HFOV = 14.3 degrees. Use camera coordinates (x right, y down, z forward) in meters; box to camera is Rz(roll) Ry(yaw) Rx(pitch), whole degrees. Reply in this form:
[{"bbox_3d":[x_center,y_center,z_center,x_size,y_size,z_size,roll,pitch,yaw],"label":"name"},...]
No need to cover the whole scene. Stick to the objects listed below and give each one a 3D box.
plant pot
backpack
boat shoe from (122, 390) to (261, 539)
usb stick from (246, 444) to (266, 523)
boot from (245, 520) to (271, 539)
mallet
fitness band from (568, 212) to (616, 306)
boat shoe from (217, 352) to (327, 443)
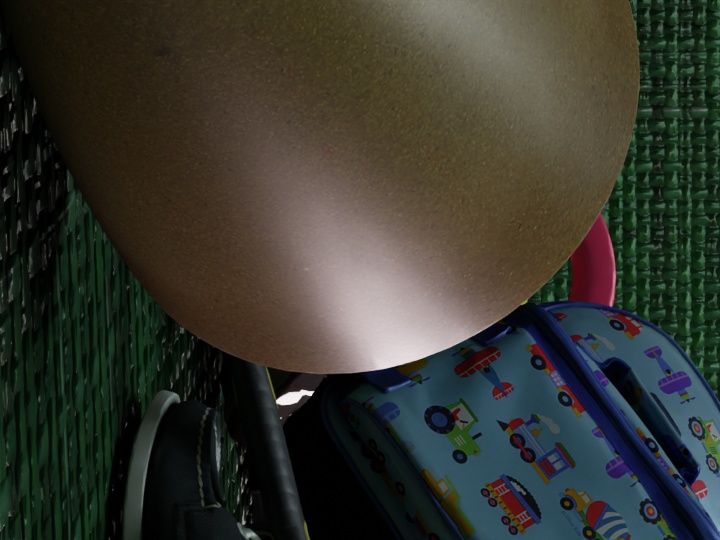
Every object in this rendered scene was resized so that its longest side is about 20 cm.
[{"bbox_3d":[-0.030,-0.089,0.849,0.200,0.186,0.187,49,39,-62],"label":"plant pot"},{"bbox_3d":[0.084,0.096,1.225,0.183,0.200,0.135,59,-34,16],"label":"backpack"},{"bbox_3d":[-0.059,0.128,1.035,0.076,0.060,0.200,84,8,-51],"label":"boat shoe"},{"bbox_3d":[-0.039,0.099,1.422,0.055,0.033,0.200,-73,163,-51],"label":"usb stick"},{"bbox_3d":[-0.037,0.213,1.330,0.090,0.073,0.200,15,75,-66],"label":"boot"},{"bbox_3d":[-0.045,0.021,1.075,0.066,0.041,0.200,84,-8,-83],"label":"mallet"},{"bbox_3d":[0.030,-0.019,1.373,0.144,0.200,0.037,-51,-171,-20],"label":"fitness band"},{"bbox_3d":[0.000,0.000,1.264,0.074,0.200,0.073,11,48,-48],"label":"boat shoe"}]
